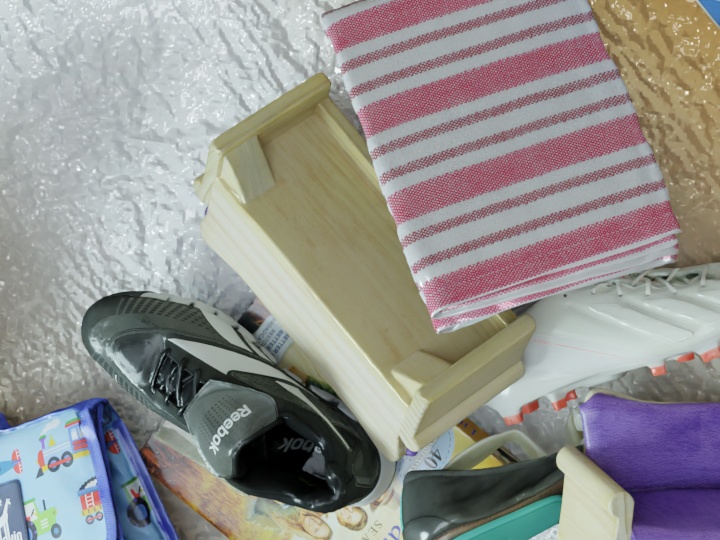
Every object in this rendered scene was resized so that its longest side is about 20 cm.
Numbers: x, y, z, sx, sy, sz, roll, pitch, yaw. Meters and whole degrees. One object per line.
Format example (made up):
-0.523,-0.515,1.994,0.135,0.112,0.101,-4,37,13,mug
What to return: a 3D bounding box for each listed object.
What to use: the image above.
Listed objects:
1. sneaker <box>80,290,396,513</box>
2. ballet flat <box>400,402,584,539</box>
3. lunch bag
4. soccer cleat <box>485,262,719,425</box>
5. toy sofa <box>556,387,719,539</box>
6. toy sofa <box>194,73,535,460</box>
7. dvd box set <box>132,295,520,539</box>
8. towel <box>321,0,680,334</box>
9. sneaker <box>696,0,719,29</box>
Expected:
-0.074,0.075,1.534,0.199,0.090,0.067,32,105,5,sneaker
0.114,0.112,1.531,0.199,0.068,0.069,-12,57,-17,ballet flat
-0.182,0.175,1.611,0.150,0.094,0.201,-23,84,28,lunch bag
0.148,0.023,1.524,0.199,0.069,0.078,-20,93,17,soccer cleat
0.211,0.123,1.480,0.199,0.083,0.098,2,105,-17,toy sofa
0.000,0.000,1.517,0.083,0.098,0.200,-34,73,-22,toy sofa
-0.014,0.117,1.592,0.200,0.029,0.147,40,106,2,dvd box set
0.075,-0.075,1.481,0.146,0.030,0.201,-17,69,-8,towel
0.194,-0.172,1.452,0.077,0.111,0.200,-42,91,16,sneaker
